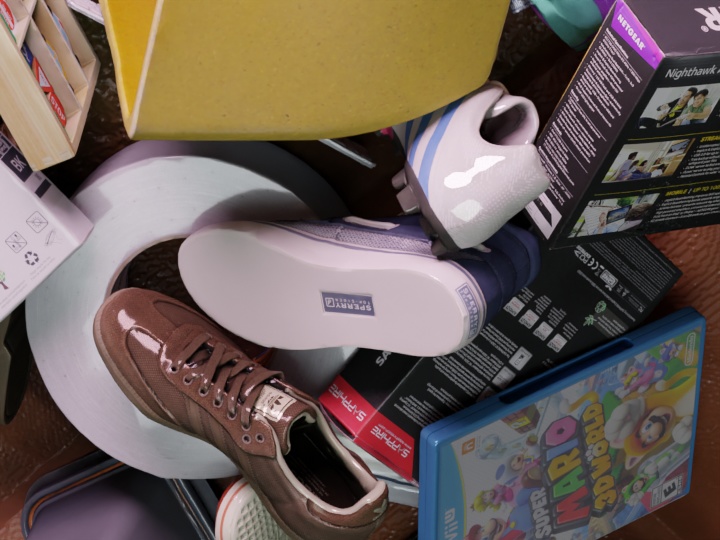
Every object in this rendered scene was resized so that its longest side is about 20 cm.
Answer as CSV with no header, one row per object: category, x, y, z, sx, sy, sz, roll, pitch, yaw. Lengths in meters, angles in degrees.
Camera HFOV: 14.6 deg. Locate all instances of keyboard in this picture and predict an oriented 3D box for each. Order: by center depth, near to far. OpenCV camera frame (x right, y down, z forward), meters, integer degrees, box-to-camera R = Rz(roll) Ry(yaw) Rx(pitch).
keyboard,-0.081,-0.110,1.615,0.200,0.056,0.011,27,92,-13

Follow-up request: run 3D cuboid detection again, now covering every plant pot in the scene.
plant pot,-0.020,-0.184,1.502,0.200,0.196,0.195,7,120,-15

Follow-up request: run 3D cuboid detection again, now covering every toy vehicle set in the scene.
toy vehicle set,-0.206,-0.166,1.548,0.026,0.124,0.200,-21,117,13

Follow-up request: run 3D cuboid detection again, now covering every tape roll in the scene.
tape roll,-0.094,0.020,1.658,0.200,0.066,0.201,2,107,7

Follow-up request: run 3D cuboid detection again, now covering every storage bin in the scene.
storage bin,-0.146,0.228,1.737,0.145,0.134,0.200,-24,103,19

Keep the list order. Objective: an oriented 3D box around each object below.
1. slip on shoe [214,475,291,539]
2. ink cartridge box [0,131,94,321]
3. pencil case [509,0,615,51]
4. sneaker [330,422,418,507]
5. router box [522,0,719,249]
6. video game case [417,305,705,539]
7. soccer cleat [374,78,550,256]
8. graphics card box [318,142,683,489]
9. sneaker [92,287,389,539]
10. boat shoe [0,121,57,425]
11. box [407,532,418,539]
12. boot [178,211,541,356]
slip on shoe,-0.060,0.154,1.699,0.061,0.200,0.074,22,86,14
ink cartridge box,-0.255,-0.059,1.592,0.099,0.039,0.200,-40,101,20
pencil case,0.169,-0.204,1.540,0.200,0.085,0.092,-32,103,17
sneaker,0.050,0.105,1.722,0.199,0.073,0.071,5,122,-1
router box,0.198,-0.088,1.548,0.200,0.051,0.149,-8,142,-35
video game case,0.119,0.114,1.667,0.200,0.018,0.143,-23,134,-27
soccer cleat,0.054,-0.079,1.554,0.086,0.200,0.070,-30,123,6
graphics card box,0.083,0.038,1.638,0.200,0.051,0.125,-50,131,3
sneaker,-0.060,0.074,1.583,0.200,0.070,0.076,42,147,-4
boat shoe,-0.227,-0.003,1.669,0.068,0.072,0.200,15,112,7
box,0.038,0.286,1.839,0.200,0.048,0.193,-39,109,21
boot,0.000,0.000,1.576,0.200,0.090,0.073,12,119,32
